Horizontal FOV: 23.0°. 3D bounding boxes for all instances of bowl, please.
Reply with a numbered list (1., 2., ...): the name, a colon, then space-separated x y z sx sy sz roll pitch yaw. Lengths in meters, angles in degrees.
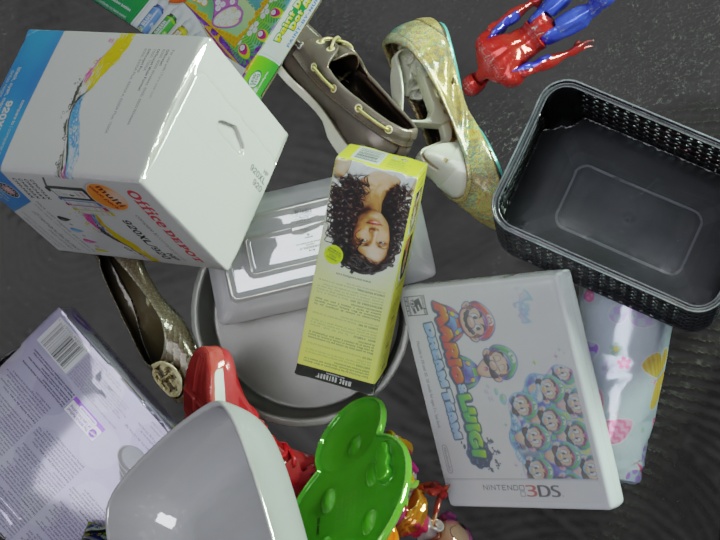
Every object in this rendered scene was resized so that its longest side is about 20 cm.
1. bowl: -0.115 0.227 1.437 0.200 0.074 0.201 -42 56 34

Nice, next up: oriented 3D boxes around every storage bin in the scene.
1. storage bin: 0.218 -0.051 1.430 0.199 0.094 0.136 24 83 12

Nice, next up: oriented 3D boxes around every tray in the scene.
1. tray: -0.041 -0.024 1.545 0.199 0.022 0.108 -13 86 9

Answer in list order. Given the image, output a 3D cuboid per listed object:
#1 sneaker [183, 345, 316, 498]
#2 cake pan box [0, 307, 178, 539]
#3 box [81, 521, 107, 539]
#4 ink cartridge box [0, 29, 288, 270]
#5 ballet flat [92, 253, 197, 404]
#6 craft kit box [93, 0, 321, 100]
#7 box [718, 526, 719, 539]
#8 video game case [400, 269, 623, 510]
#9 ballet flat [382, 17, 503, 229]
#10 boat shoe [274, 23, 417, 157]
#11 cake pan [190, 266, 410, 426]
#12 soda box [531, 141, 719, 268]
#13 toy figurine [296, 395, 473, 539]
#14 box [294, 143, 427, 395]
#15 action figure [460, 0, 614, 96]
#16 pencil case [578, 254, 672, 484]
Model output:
1. sneaker: -0.087 0.149 1.544 0.115 0.078 0.201 -12 118 -20
2. cake pan box: -0.271 0.160 1.604 0.184 0.052 0.200 -45 83 4
3. box: -0.156 0.287 1.546 0.199 0.070 0.065 17 100 -5
4. ink cartridge box: -0.195 -0.103 1.495 0.199 0.147 0.145 6 64 34
5. ballet flat: -0.200 0.030 1.585 0.067 0.046 0.201 -31 80 42
6. craft kit box: -0.115 -0.275 1.557 0.200 0.048 0.198 34 91 30
7. box: 0.346 0.148 1.445 0.086 0.164 0.201 5 91 9
8. video game case: 0.123 0.103 1.485 0.182 0.024 0.201 -6 101 46
9. ballet flat: 0.069 -0.123 1.541 0.070 0.071 0.201 -20 82 8
10. boat shoe: -0.021 -0.166 1.537 0.060 0.072 0.200 -50 60 29
11. cake pan: -0.051 0.038 1.576 0.199 0.037 0.201 0 89 10
12. soda box: 0.250 -0.048 1.510 0.199 0.071 0.064 19 88 10
13. toy figurine: 0.047 0.232 1.505 0.150 0.200 0.184 -35 120 28
14. box: 0.000 0.000 1.493 0.075 0.050 0.201 14 111 10
15. action figure: 0.168 -0.216 1.540 0.200 0.052 0.066 -36 78 12
16. pencil case: 0.213 0.082 1.509 0.090 0.083 0.201 9 90 24
